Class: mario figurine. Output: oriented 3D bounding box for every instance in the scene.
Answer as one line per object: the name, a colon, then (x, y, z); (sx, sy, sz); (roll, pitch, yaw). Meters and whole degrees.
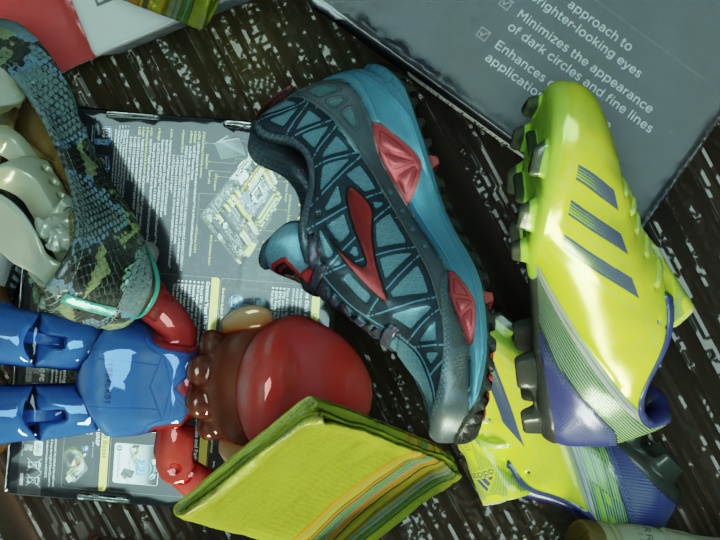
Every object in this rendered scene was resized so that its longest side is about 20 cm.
mario figurine: (-0.092, 0.055, 1.290); (0.200, 0.106, 0.123); (5, 133, 9)

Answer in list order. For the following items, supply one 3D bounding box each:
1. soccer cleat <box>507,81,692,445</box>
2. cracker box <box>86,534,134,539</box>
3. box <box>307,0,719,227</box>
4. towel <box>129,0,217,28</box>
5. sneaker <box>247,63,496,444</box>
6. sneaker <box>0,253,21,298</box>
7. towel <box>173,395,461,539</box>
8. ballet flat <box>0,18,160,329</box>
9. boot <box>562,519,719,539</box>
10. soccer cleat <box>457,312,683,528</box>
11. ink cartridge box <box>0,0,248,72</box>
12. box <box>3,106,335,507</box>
soccer cleat: (0.112, -0.004, 1.223); (0.084, 0.065, 0.200); (-3, 126, 2)
cracker box: (-0.052, 0.215, 1.336); (0.200, 0.058, 0.134); (9, 91, 0)
box: (0.111, -0.155, 1.293); (0.197, 0.117, 0.200); (36, 93, -1)
towel: (-0.152, -0.190, 1.277); (0.200, 0.018, 0.086); (21, 100, 8)
sneaker: (0.000, 0.000, 1.259); (0.095, 0.079, 0.200); (-14, 64, -14)
sneaker: (-0.225, 0.029, 1.306); (0.075, 0.115, 0.200); (21, 92, 0)
towel: (-0.016, 0.106, 1.265); (0.086, 0.200, 0.018); (-41, 68, 8)
ballet flat: (-0.163, -0.053, 1.259); (0.074, 0.074, 0.200); (-38, 55, 2)
boot: (0.170, 0.219, 1.323); (0.155, 0.072, 0.200); (0, 110, -13)
soccer cleat: (0.071, 0.073, 1.327); (0.200, 0.065, 0.084); (40, 94, 0)
ink cartridge box: (-0.161, -0.201, 1.317); (0.176, 0.045, 0.200); (-22, 92, 13)
box: (-0.093, 0.020, 1.337); (0.161, 0.049, 0.200); (4, 92, 3)
